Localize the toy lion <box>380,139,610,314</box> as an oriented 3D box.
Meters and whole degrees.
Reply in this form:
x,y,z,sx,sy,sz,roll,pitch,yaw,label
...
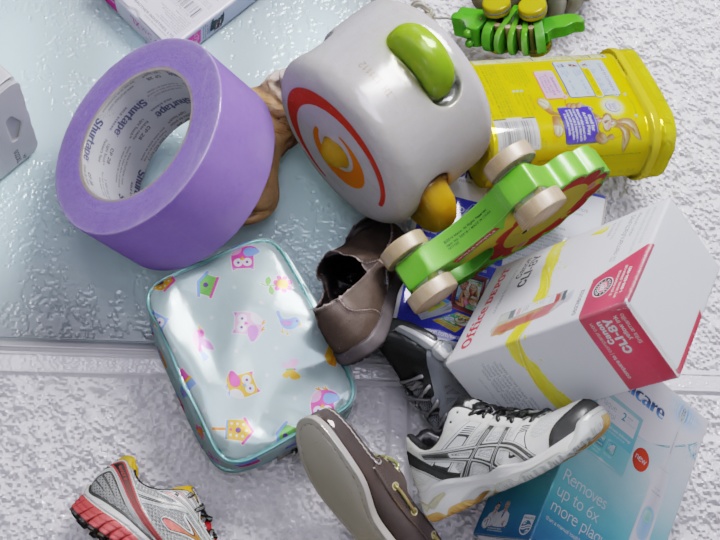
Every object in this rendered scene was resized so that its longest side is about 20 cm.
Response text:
x,y,z,sx,sy,sz,roll,pitch,yaw,label
0.136,-0.044,1.044,0.200,0.191,0.069,-39,75,20,toy lion

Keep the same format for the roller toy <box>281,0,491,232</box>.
x,y,z,sx,sy,sz,roll,pitch,yaw,label
0.019,-0.143,1.063,0.139,0.201,0.182,-39,42,-18,roller toy

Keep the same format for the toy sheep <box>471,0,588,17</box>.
x,y,z,sx,sy,sz,roll,pitch,yaw,label
0.208,-0.342,1.226,0.199,0.138,0.139,-34,76,0,toy sheep

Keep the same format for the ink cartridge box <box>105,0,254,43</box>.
x,y,z,sx,sy,sz,roll,pitch,yaw,label
-0.170,-0.324,1.215,0.119,0.042,0.200,44,72,10,ink cartridge box

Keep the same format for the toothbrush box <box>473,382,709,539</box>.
x,y,z,sx,sy,sz,roll,pitch,yaw,label
0.212,0.186,1.016,0.146,0.085,0.201,38,64,-21,toothbrush box

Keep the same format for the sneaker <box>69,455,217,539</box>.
x,y,z,sx,sy,sz,roll,pitch,yaw,label
-0.152,0.232,0.981,0.199,0.078,0.083,32,67,5,sneaker

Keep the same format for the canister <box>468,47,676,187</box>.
x,y,z,sx,sy,sz,roll,pitch,yaw,label
0.200,-0.156,1.152,0.198,0.087,0.150,-6,51,-15,canister

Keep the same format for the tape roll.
x,y,z,sx,sy,sz,roll,pitch,yaw,label
-0.183,-0.108,1.049,0.198,0.085,0.202,-15,59,27,tape roll

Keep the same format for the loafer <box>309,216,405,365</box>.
x,y,z,sx,sy,sz,roll,pitch,yaw,label
0.000,0.000,1.050,0.071,0.073,0.201,52,24,-24,loafer

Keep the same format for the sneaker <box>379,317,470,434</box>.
x,y,z,sx,sy,sz,roll,pitch,yaw,label
0.072,0.140,1.037,0.199,0.075,0.116,37,74,-7,sneaker

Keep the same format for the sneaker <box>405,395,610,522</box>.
x,y,z,sx,sy,sz,roll,pitch,yaw,label
0.112,0.140,0.942,0.075,0.199,0.088,-6,68,-53,sneaker

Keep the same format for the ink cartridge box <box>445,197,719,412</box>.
x,y,z,sx,sy,sz,roll,pitch,yaw,label
0.188,0.039,0.968,0.084,0.199,0.146,49,46,-16,ink cartridge box

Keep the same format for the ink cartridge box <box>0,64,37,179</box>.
x,y,z,sx,sy,sz,roll,pitch,yaw,label
-0.414,-0.185,1.071,0.200,0.145,0.084,41,70,9,ink cartridge box

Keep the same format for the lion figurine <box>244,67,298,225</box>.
x,y,z,sx,sy,sz,roll,pitch,yaw,label
-0.106,-0.113,1.133,0.121,0.072,0.202,11,79,-8,lion figurine

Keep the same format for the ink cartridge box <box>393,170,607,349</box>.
x,y,z,sx,sy,sz,roll,pitch,yaw,label
0.138,-0.001,1.130,0.195,0.047,0.202,14,66,-1,ink cartridge box

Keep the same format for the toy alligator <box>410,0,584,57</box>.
x,y,z,sx,sy,sz,roll,pitch,yaw,label
0.136,-0.255,1.195,0.198,0.060,0.055,10,53,23,toy alligator

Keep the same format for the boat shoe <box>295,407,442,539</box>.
x,y,z,sx,sy,sz,roll,pitch,yaw,label
0.014,0.201,0.996,0.059,0.072,0.201,-38,101,-35,boat shoe

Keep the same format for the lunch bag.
x,y,z,sx,sy,sz,roll,pitch,yaw,label
-0.097,0.080,1.048,0.159,0.077,0.201,-24,74,-17,lunch bag
